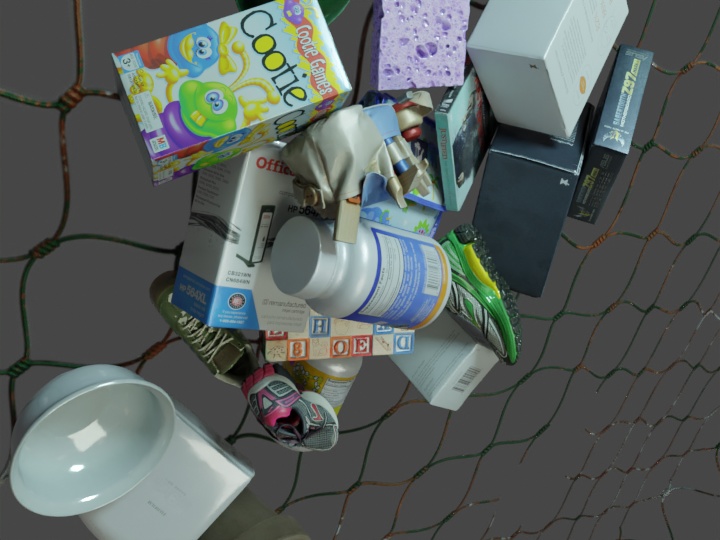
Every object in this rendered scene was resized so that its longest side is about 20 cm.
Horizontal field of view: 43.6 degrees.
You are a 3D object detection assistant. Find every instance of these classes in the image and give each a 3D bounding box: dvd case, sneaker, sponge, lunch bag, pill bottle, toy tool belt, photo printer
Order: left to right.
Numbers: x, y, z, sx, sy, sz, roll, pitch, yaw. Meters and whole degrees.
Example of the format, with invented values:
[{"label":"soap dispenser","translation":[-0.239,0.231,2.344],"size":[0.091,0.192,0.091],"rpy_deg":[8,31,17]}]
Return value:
[{"label":"photo printer","translation":[-0.261,0.286,1.176],"size":[0.200,0.069,0.166],"rpy_deg":[-46,110,0]},{"label":"sneaker","translation":[-0.178,0.081,1.102],"size":[0.067,0.090,0.201],"rpy_deg":[-40,142,-6]},{"label":"sneaker","translation":[-0.086,0.197,1.164],"size":[0.080,0.075,0.200],"rpy_deg":[-38,142,6]},{"label":"pill bottle","translation":[-0.062,0.146,1.265],"size":[0.103,0.104,0.203],"rpy_deg":[2,121,-45]},{"label":"pill bottle","translation":[0.000,0.000,0.991],"size":[0.197,0.112,0.113],"rpy_deg":[12,116,-43]},{"label":"toy tool belt","translation":[0.016,-0.105,0.951],"size":[0.124,0.125,0.198],"rpy_deg":[-24,180,43]},{"label":"lunch bag","translation":[0.028,-0.105,1.114],"size":[0.169,0.127,0.203],"rpy_deg":[14,104,-51]},{"label":"sponge","translation":[0.068,-0.304,0.986],"size":[0.109,0.030,0.204],"rpy_deg":[-7,116,-20]},{"label":"dvd case","translation":[0.139,-0.195,1.125],"size":[0.148,0.022,0.202],"rpy_deg":[77,30,-43]},{"label":"sneaker","translation":[0.153,0.039,1.183],"size":[0.084,0.202,0.078],"rpy_deg":[-25,-167,21]}]

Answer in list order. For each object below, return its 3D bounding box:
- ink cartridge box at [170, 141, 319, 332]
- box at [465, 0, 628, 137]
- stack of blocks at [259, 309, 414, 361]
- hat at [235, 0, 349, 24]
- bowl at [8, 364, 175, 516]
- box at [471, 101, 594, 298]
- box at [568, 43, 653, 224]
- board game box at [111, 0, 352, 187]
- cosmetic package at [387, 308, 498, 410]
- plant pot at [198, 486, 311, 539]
[{"label":"ink cartridge box","translation":[-0.113,-0.043,1.007],"size":[0.144,0.084,0.205],"rpy_deg":[6,102,-43]},{"label":"box","translation":[0.232,-0.296,1.095],"size":[0.203,0.105,0.153],"rpy_deg":[-61,147,-15]},{"label":"stack of blocks","translation":[-0.030,0.047,1.152],"size":[0.195,0.059,0.118],"rpy_deg":[-2,105,-14]},{"label":"hat","translation":[-0.010,-0.281,0.861],"size":[0.163,0.176,0.203],"rpy_deg":[-9,130,-38]},{"label":"bowl","translation":[-0.323,0.180,1.052],"size":[0.198,0.090,0.204],"rpy_deg":[-26,139,-24]},{"label":"box","translation":[0.228,-0.111,1.227],"size":[0.198,0.121,0.203],"rpy_deg":[-64,166,-51]},{"label":"box","translation":[0.333,-0.178,1.215],"size":[0.201,0.050,0.161],"rpy_deg":[83,25,-67]},{"label":"board game box","translation":[-0.123,-0.171,0.858],"size":[0.197,0.105,0.105],"rpy_deg":[-23,178,-14]},{"label":"cosmetic package","translation":[0.091,0.089,1.283],"size":[0.113,0.201,0.081],"rpy_deg":[-50,142,13]},{"label":"plant pot","translation":[-0.194,0.384,1.282],"size":[0.199,0.175,0.202],"rpy_deg":[-34,151,-22]}]
